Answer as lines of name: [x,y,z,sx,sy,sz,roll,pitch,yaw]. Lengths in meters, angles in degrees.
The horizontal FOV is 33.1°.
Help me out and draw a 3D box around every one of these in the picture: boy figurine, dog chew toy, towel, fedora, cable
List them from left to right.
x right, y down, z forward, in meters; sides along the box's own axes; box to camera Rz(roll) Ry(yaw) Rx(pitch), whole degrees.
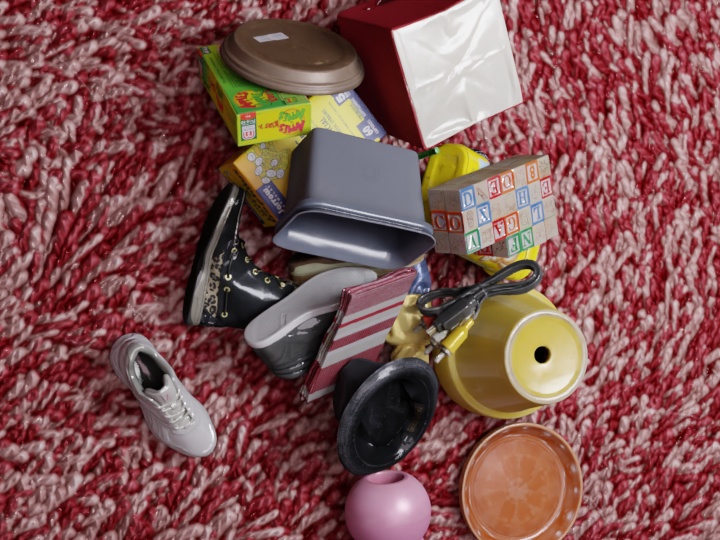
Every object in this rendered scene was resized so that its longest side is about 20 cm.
towel: [-0.004,0.088,1.662,0.143,0.023,0.201,-18,141,-47]
fedora: [0.017,0.187,1.690,0.200,0.091,0.202,-27,135,-30]
dog chew toy: [0.042,0.389,1.717,0.123,0.124,0.202,-7,99,-17]
boy figurine: [0.074,0.064,1.750,0.123,0.064,0.202,-6,93,0]
cable: [0.159,0.042,1.695,0.199,0.097,0.050,-33,140,-4]

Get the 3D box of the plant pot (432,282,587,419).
plant pot: [0.226,0.117,1.737,0.199,0.189,0.203,0,89,-17]

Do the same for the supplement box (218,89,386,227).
supplement box: [-0.081,-0.165,1.681,0.200,0.109,0.109,-42,101,-13]

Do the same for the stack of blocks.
stack of blocks: [0.181,-0.078,1.635,0.199,0.058,0.116,-22,109,-42]

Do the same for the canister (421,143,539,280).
canister: [0.172,-0.083,1.728,0.199,0.086,0.150,22,79,-46]

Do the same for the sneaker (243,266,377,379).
sneaker: [-0.058,0.073,1.660,0.199,0.071,0.100,-30,134,-11]

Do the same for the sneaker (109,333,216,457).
sneaker: [-0.263,0.176,1.628,0.078,0.099,0.200,-41,101,-13]

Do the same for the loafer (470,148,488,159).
loafer: [0.119,-0.106,1.768,0.200,0.063,0.072,-40,101,-14]

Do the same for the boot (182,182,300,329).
boot: [-0.150,-0.007,1.672,0.152,0.073,0.205,15,100,-18]

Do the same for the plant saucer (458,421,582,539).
plant saucer: [0.239,0.329,1.822,0.198,0.032,0.203,0,90,-17]

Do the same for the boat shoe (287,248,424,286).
boat shoe: [0.000,0.000,1.704,0.198,0.072,0.077,-8,109,18]

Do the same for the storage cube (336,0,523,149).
storage cube: [0.097,-0.291,1.679,0.170,0.180,0.202,-26,115,-16]

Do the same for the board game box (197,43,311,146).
board game box: [-0.144,-0.242,1.620,0.101,0.200,0.048,-12,129,-17]

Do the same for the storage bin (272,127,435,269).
storage bin: [-0.011,-0.094,1.592,0.198,0.145,0.136,12,65,-23]

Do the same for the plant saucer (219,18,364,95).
plant saucer: [-0.090,-0.292,1.631,0.198,0.201,0.030,1,125,-17]

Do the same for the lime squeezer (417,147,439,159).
lime squeezer: [0.025,-0.142,1.724,0.198,0.071,0.038,-21,82,17]
